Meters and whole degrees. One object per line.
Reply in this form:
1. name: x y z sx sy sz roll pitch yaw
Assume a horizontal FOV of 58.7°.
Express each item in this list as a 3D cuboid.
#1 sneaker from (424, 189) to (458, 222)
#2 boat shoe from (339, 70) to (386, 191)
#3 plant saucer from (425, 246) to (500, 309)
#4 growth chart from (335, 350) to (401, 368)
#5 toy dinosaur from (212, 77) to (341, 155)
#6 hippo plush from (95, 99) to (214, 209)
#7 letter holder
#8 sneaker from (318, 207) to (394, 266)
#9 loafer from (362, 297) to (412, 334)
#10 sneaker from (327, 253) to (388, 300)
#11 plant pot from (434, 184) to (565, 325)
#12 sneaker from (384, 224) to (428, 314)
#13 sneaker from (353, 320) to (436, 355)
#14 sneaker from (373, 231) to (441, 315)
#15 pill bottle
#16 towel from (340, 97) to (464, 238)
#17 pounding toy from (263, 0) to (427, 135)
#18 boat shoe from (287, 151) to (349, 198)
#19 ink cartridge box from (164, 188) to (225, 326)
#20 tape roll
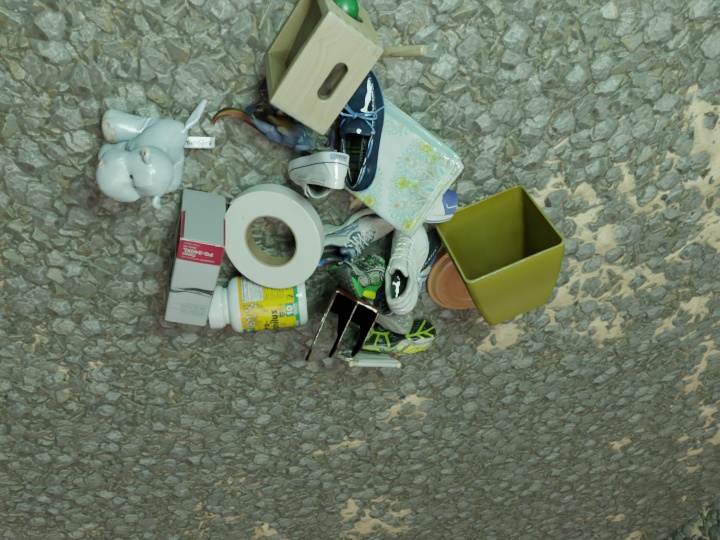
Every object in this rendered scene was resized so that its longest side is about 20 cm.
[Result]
1. sneaker: 0.105 -0.167 1.198 0.195 0.082 0.116 10 131 -19
2. boat shoe: 0.004 -0.234 1.069 0.082 0.069 0.206 0 104 22
3. plant saucer: 0.243 0.014 1.425 0.195 0.033 0.204 -6 132 -7
4. growth chart: 0.012 0.200 1.459 0.141 0.200 0.018 4 89 -12
5. toy dinosaur: -0.118 -0.246 1.104 0.196 0.107 0.182 2 153 33
6. hippo plush: -0.338 -0.160 1.035 0.194 0.163 0.162 -4 133 -3
7. letter holder: -0.043 0.137 1.314 0.099 0.145 0.200 26 165 -1
8. sneaker: -0.017 -0.055 1.265 0.195 0.086 0.078 -20 133 4
9. loafer: 0.038 0.077 1.404 0.069 0.071 0.200 -3 140 42
10. sneaker: 0.000 0.000 1.232 0.086 0.077 0.200 -55 165 6
11. plant pot: 0.281 -0.014 1.279 0.196 0.202 0.179 -21 131 0
12. sneaker: 0.088 -0.019 1.256 0.076 0.206 0.099 4 173 15
13. sneaker: 0.079 0.170 1.496 0.194 0.076 0.078 0 132 -11
14. sneaker: 0.103 0.007 1.346 0.202 0.075 0.077 -53 149 6
15. pill bottle: -0.210 0.065 1.308 0.194 0.114 0.115 -6 133 -8
16. towel: 0.061 -0.180 1.125 0.199 0.048 0.173 38 111 5
17. pounding toy: -0.031 -0.323 0.954 0.140 0.186 0.200 25 122 -31
18. boat shoe: -0.079 -0.157 1.094 0.072 0.199 0.067 4 89 -21
19. ink cartridge box: -0.308 -0.021 1.185 0.081 0.147 0.203 8 129 -20
20. tape roll: -0.165 -0.063 1.207 0.197 0.037 0.207 6 120 10
